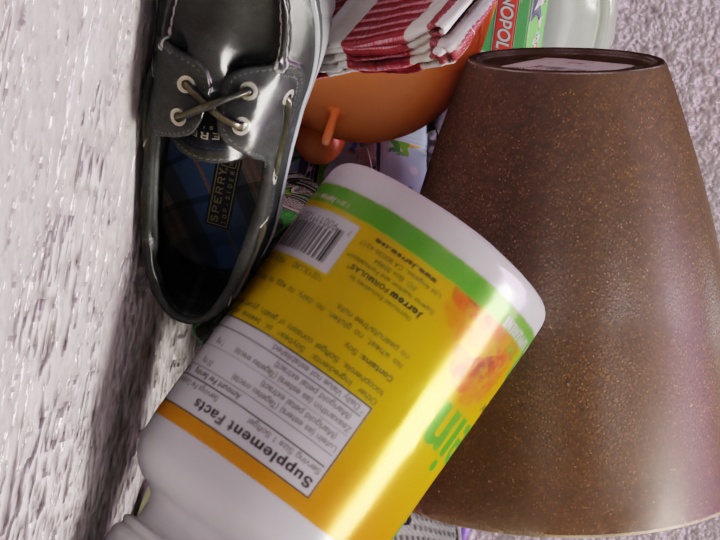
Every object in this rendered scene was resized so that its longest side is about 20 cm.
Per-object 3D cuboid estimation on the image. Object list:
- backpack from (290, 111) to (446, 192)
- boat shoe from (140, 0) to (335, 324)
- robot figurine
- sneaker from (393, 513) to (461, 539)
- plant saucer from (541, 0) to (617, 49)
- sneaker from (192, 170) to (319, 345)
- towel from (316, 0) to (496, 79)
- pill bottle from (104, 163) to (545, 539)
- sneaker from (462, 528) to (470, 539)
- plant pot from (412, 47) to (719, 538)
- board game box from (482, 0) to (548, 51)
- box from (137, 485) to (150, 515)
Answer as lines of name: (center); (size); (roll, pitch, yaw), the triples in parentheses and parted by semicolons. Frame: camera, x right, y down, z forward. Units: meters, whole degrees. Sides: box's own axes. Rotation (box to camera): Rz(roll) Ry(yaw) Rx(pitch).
backpack: (0.000, 0.000, 1.187); (0.163, 0.153, 0.201); (94, -12, -71)
boat shoe: (-0.052, -0.062, 0.833); (0.057, 0.068, 0.201); (-73, 173, -47)
robot figurine: (0.009, -0.137, 1.064); (0.117, 0.143, 0.200); (56, 23, -18)
sneaker: (-0.010, 0.153, 1.093); (0.118, 0.074, 0.200); (-43, 173, 11)
plant saucer: (0.061, -0.178, 1.295); (0.050, 0.200, 0.201); (-32, 141, -41)
sneaker: (-0.047, -0.008, 1.020); (0.078, 0.085, 0.200); (-40, 164, 7)
towel: (0.027, -0.133, 0.878); (0.144, 0.023, 0.200); (-52, -158, -17)
pill bottle: (-0.022, 0.066, 0.891); (0.200, 0.111, 0.111); (-54, 170, -8)
sneaker: (0.054, 0.095, 1.238); (0.081, 0.083, 0.201); (32, 57, -40)
plant pot: (0.095, 0.000, 1.012); (0.187, 0.186, 0.201); (-59, 150, -75)
board game box: (0.039, -0.131, 1.271); (0.029, 0.134, 0.201); (-49, 153, -49)
box: (-0.075, 0.234, 0.963); (0.200, 0.096, 0.176); (-73, 171, -47)
